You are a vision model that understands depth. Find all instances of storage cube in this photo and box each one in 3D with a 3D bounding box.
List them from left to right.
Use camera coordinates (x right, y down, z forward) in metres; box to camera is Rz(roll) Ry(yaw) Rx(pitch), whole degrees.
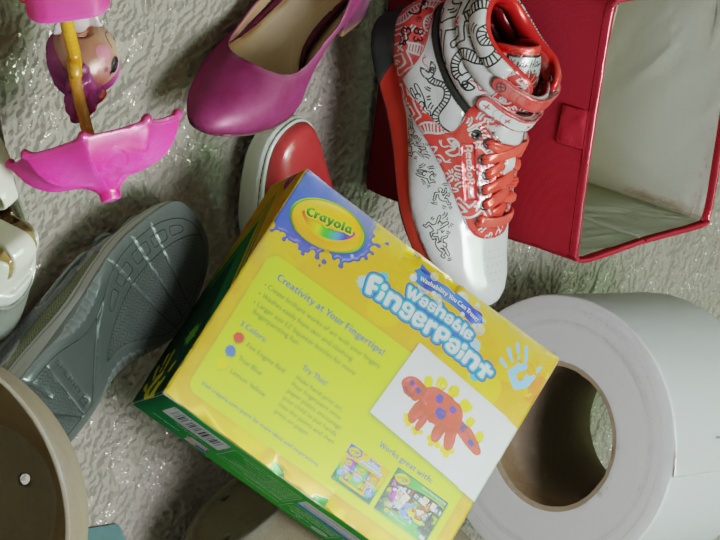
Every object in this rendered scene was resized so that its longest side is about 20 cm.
[{"bbox_3d":[0.130,-0.122,1.768,0.171,0.180,0.201,-15,119,-50],"label":"storage cube"}]

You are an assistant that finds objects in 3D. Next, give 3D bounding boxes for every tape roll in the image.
[{"bbox_3d":[0.177,0.117,1.928,0.139,0.202,0.203,0,106,-53],"label":"tape roll"}]

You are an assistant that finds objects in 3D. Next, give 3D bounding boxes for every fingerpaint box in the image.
[{"bbox_3d":[-0.008,0.066,1.592,0.200,0.073,0.167,36,72,-13],"label":"fingerpaint box"}]

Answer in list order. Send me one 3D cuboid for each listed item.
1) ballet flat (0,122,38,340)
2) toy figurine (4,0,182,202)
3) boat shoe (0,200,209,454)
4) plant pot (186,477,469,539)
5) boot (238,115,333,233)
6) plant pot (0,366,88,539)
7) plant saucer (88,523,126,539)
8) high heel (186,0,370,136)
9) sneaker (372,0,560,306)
[{"bbox_3d":[-0.210,-0.030,1.450,0.067,0.064,0.200,-44,138,-33],"label":"ballet flat"},{"bbox_3d":[-0.156,-0.132,1.396,0.150,0.200,0.184,-9,128,-7],"label":"toy figurine"},{"bbox_3d":[-0.164,0.033,1.555,0.202,0.065,0.075,-54,129,-31],"label":"boat shoe"},{"bbox_3d":[-0.037,0.198,1.698,0.200,0.200,0.135,-49,113,-28],"label":"plant pot"},{"bbox_3d":[0.000,0.000,1.680,0.072,0.144,0.200,-39,133,-37],"label":"boot"},{"bbox_3d":[-0.229,0.132,1.416,0.134,0.200,0.201,0,107,-77],"label":"plant pot"},{"bbox_3d":[-0.213,0.199,1.596,0.200,0.019,0.070,-3,108,-54],"label":"plant saucer"},{"bbox_3d":[-0.042,-0.160,1.601,0.200,0.067,0.096,-53,165,-45],"label":"high heel"},{"bbox_3d":[0.078,-0.077,1.654,0.067,0.108,0.202,-15,91,-49],"label":"sneaker"}]
